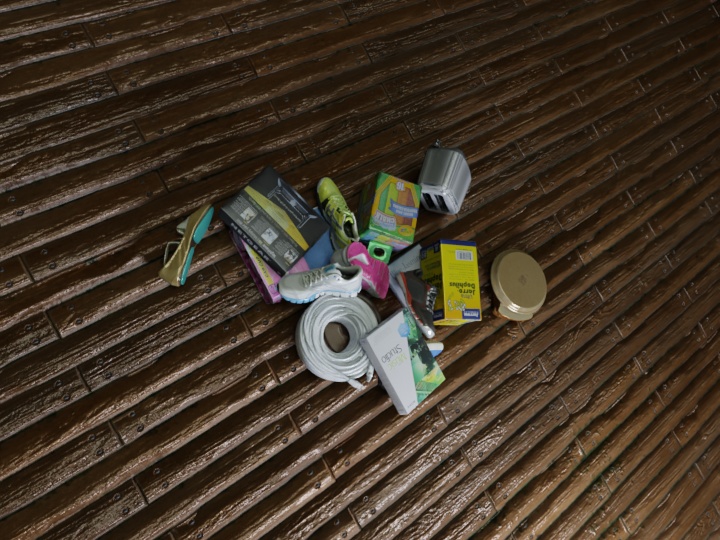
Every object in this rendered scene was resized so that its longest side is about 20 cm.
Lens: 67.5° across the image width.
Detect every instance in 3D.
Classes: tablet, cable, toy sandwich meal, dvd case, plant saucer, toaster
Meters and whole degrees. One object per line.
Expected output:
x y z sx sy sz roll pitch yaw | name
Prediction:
-0.101 -0.050 1.317 0.130 0.014 0.201 -28 90 -32 | tablet
-0.050 0.151 1.233 0.199 0.069 0.201 25 69 -15 | cable
0.430 0.042 1.496 0.203 0.070 0.207 7 71 -20 | toy sandwich meal
0.155 0.044 1.404 0.142 0.018 0.201 -34 92 -25 | dvd case
-0.029 0.139 1.299 0.198 0.032 0.202 5 75 -21 | plant saucer
0.216 -0.234 1.409 0.113 0.200 0.130 13 74 24 | toaster

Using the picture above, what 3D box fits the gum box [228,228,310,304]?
-0.203 -0.031 1.245 0.113 0.066 0.201 -28 89 -27 | gum box

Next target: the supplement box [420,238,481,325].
0.226 0.032 1.366 0.109 0.109 0.202 3 77 -22 | supplement box

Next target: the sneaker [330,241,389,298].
0.000 0.000 1.306 0.200 0.088 0.082 47 54 -40 | sneaker

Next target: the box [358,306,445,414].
0.099 0.206 1.239 0.144 0.036 0.201 -33 98 -35 | box

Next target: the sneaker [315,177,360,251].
-0.047 -0.140 1.323 0.075 0.076 0.201 -18 84 -38 | sneaker

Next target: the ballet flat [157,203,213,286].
-0.385 -0.066 1.180 0.063 0.069 0.201 18 70 -3 | ballet flat

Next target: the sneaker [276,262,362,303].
-0.086 0.016 1.187 0.198 0.087 0.075 -7 56 -21 | sneaker

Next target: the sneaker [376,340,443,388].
0.122 0.236 1.317 0.199 0.076 0.112 -5 91 -35 | sneaker

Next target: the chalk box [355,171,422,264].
0.061 -0.120 1.344 0.123 0.124 0.202 16 72 -18 | chalk box

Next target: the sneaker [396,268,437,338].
0.150 0.067 1.294 0.081 0.077 0.201 -24 51 5 | sneaker

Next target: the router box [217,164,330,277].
-0.190 -0.111 1.203 0.200 0.052 0.157 46 64 -7 | router box
